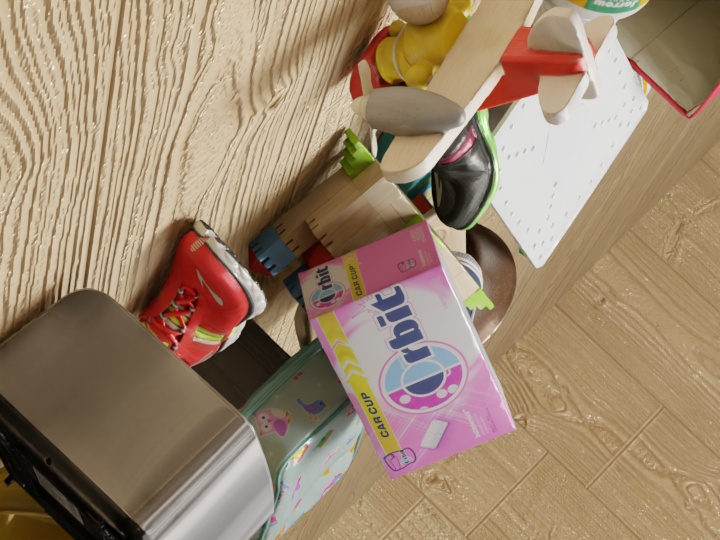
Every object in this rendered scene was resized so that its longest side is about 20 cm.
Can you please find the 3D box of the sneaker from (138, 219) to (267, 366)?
[{"bbox_3d":[-0.127,0.033,1.491,0.085,0.077,0.200,-37,167,-22],"label":"sneaker"}]

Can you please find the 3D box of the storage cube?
[{"bbox_3d":[0.335,-0.289,1.894,0.180,0.171,0.200,-40,168,-38],"label":"storage cube"}]

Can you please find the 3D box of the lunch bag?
[{"bbox_3d":[-0.058,0.149,1.748,0.160,0.077,0.200,-45,166,-32],"label":"lunch bag"}]

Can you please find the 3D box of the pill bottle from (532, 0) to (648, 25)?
[{"bbox_3d":[0.195,-0.267,1.559,0.113,0.113,0.200,-40,169,-33],"label":"pill bottle"}]

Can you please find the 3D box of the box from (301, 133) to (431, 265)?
[{"bbox_3d":[0.024,-0.067,1.803,0.082,0.049,0.200,-36,165,-46],"label":"box"}]

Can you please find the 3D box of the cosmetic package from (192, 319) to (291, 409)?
[{"bbox_3d":[-0.148,0.130,1.751,0.200,0.090,0.107,-28,158,-54],"label":"cosmetic package"}]

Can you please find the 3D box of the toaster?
[{"bbox_3d":[-0.155,0.130,1.340,0.119,0.200,0.181,-44,158,-17],"label":"toaster"}]

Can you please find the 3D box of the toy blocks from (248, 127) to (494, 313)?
[{"bbox_3d":[0.000,0.000,1.653,0.137,0.100,0.200,-39,126,4],"label":"toy blocks"}]

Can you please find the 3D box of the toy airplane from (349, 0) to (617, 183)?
[{"bbox_3d":[0.076,-0.159,1.398,0.199,0.141,0.200,-36,-155,10],"label":"toy airplane"}]

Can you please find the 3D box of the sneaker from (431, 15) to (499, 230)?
[{"bbox_3d":[0.066,-0.118,1.644,0.083,0.077,0.201,-26,132,-25],"label":"sneaker"}]

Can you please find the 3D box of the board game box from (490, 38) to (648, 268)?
[{"bbox_3d":[0.181,-0.128,1.858,0.201,0.026,0.200,-55,147,-10],"label":"board game box"}]

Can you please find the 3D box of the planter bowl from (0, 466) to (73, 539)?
[{"bbox_3d":[-0.234,0.199,1.524,0.201,0.199,0.084,121,-20,-50],"label":"planter bowl"}]

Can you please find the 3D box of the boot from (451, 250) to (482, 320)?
[{"bbox_3d":[0.048,0.080,1.797,0.091,0.072,0.201,-75,-174,-54],"label":"boot"}]

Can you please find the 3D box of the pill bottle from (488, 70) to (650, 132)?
[{"bbox_3d":[0.214,-0.181,1.987,0.200,0.109,0.109,-43,169,-25],"label":"pill bottle"}]

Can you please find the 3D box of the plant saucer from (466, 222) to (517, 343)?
[{"bbox_3d":[0.051,0.014,1.927,0.200,0.200,0.037,-44,136,-17],"label":"plant saucer"}]

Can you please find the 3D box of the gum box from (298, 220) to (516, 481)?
[{"bbox_3d":[0.041,0.071,1.622,0.113,0.201,0.066,-23,-144,5],"label":"gum box"}]

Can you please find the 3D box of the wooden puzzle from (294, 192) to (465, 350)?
[{"bbox_3d":[0.014,0.007,1.795,0.200,0.046,0.185,-40,163,-11],"label":"wooden puzzle"}]
